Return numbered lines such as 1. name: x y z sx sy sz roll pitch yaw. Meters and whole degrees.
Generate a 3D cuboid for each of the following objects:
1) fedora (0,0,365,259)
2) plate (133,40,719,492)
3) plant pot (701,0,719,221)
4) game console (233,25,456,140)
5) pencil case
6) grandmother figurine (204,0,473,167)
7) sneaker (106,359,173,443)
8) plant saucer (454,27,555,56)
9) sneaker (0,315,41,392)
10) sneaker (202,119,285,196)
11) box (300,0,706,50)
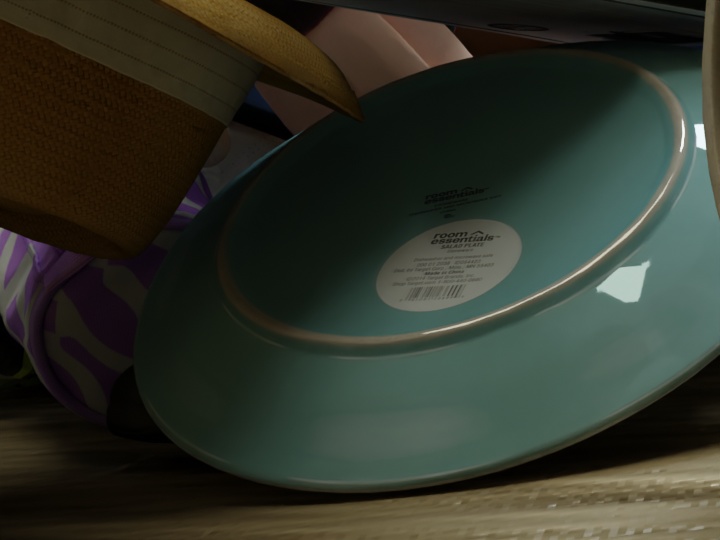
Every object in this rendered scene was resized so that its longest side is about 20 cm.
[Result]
1. fedora: -0.098 -0.056 0.834 0.200 0.082 0.201 24 -2 1
2. plate: 0.027 -0.014 0.826 0.199 0.026 0.201 -15 32 10
3. plant pot: 0.215 -0.049 0.698 0.199 0.189 0.187 4 -2 -30
4. game console: -0.062 -0.115 1.035 0.199 0.031 0.177 20 -27 -4
5. pencil case: -0.101 -0.031 0.996 0.084 0.086 0.200 -38 41 -2
6. grandmother figurine: -0.017 -0.085 0.948 0.122 0.200 0.060 -52 31 -8
7. sneaker: 0.000 0.000 0.906 0.199 0.089 0.074 -16 10 -42
8. plant saucer: 0.028 -0.103 1.139 0.199 0.038 0.200 -4 -17 -1
9. sneaker: -0.114 0.004 1.135 0.076 0.076 0.200 -16 -4 31
10. sneaker: -0.055 -0.026 1.112 0.075 0.089 0.200 -25 -1 17
11. box: 0.052 -0.104 0.881 0.199 0.061 0.116 6 -1 -39
